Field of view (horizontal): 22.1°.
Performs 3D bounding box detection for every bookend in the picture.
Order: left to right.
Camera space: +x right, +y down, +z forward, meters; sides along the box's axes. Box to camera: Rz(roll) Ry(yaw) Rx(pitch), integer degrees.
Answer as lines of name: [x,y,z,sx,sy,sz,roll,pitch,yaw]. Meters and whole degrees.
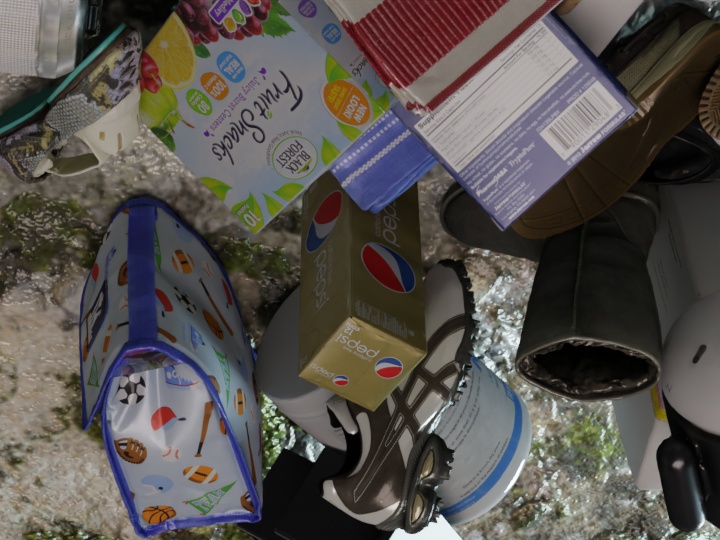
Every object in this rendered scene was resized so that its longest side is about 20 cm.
bookend: [-0.022,0.207,1.451,0.198,0.092,0.200,24,163,31]

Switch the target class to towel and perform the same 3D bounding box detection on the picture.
towel: [-0.012,-0.146,1.234,0.145,0.024,0.200,-37,102,30]
towel: [0.024,-0.211,1.126,0.144,0.023,0.200,-41,97,-20]

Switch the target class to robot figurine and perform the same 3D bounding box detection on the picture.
robot figurine: [0.275,0.104,1.270,0.124,0.151,0.201,-3,132,20]

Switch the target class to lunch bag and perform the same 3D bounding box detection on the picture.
lunch bag: [-0.145,0.069,1.373,0.123,0.171,0.201,-10,133,2]

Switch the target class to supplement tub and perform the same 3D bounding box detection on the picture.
supplement tub: [0.029,0.099,1.438,0.132,0.132,0.200,-32,127,22]

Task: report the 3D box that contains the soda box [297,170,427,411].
soda box: [0.000,0.000,1.299,0.064,0.201,0.068,27,125,-21]

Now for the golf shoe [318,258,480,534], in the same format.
golf shoe: [0.026,0.081,1.306,0.094,0.201,0.078,14,165,-7]

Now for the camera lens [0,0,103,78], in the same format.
camera lens: [-0.254,-0.205,1.124,0.198,0.161,0.161,6,131,-9]

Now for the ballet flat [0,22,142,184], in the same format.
ballet flat: [-0.185,-0.105,1.243,0.072,0.072,0.200,28,151,-26]

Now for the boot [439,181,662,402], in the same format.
boot: [0.130,0.011,1.307,0.181,0.201,0.073,-2,132,17]

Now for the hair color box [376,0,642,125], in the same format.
hair color box: [0.101,-0.165,1.254,0.109,0.065,0.200,23,125,-21]

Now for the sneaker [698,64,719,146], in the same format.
sneaker: [0.319,-0.153,1.271,0.200,0.071,0.112,-50,145,4]

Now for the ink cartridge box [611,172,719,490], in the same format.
ink cartridge box: [0.286,0.051,1.405,0.146,0.145,0.201,3,131,-8]

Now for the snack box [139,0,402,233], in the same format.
snack box: [-0.065,-0.123,1.202,0.142,0.053,0.200,43,146,-5]

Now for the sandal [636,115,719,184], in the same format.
sandal: [0.209,-0.089,1.339,0.199,0.048,0.076,2,131,-5]

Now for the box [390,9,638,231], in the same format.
box: [0.068,-0.138,1.189,0.121,0.032,0.200,-42,99,16]

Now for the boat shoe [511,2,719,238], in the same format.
boat shoe: [0.172,-0.104,1.279,0.200,0.065,0.073,-40,136,1]
